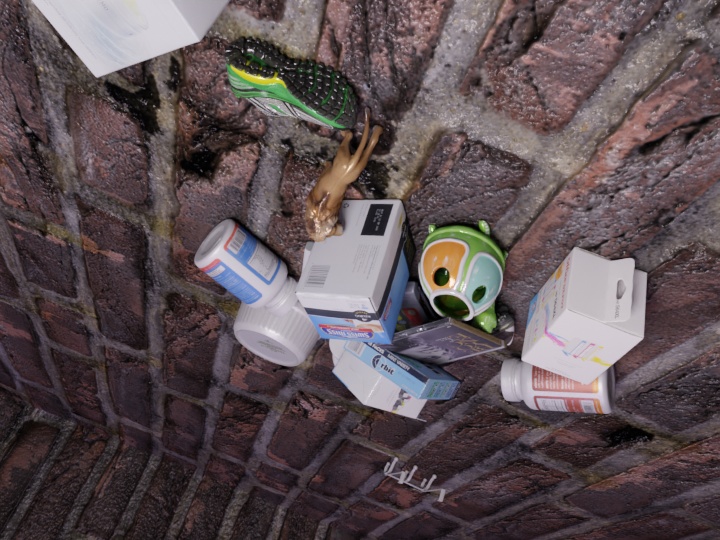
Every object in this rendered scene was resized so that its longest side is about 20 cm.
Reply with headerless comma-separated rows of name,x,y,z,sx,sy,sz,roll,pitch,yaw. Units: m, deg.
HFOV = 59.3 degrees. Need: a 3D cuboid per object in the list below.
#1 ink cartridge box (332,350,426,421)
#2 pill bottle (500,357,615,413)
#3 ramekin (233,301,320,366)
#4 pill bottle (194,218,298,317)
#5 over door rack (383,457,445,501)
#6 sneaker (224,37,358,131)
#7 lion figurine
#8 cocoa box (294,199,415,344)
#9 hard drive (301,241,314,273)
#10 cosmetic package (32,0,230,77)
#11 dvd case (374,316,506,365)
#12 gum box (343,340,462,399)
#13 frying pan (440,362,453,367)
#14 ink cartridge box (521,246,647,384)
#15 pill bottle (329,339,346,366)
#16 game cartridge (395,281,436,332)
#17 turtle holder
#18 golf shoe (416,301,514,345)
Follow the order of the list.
ink cartridge box,0.056,0.221,1.230,0.199,0.068,0.115,27,-173,-43
pill bottle,0.377,0.212,1.212,0.198,0.113,0.113,-3,139,31
ramekin,-0.185,0.130,1.383,0.200,0.095,0.203,19,152,11
pill bottle,-0.213,0.003,1.230,0.112,0.113,0.200,-20,128,43
over door rack,0.164,0.623,1.902,0.146,0.067,0.200,25,166,-7
sneaker,-0.093,-0.247,0.879,0.198,0.079,0.085,28,153,6
lion figurine,-0.032,-0.136,0.941,0.072,0.123,0.201,22,145,-3
cocoa box,0.000,0.000,1.039,0.132,0.202,0.132,3,143,22
hard drive,-0.055,0.028,1.260,0.130,0.026,0.201,19,145,3
cosmetic package,-0.297,-0.370,0.763,0.198,0.124,0.200,-6,138,31
dvd case,0.140,0.125,1.076,0.147,0.016,0.199,-20,153,32
gum box,0.083,0.175,1.166,0.169,0.045,0.200,31,-176,27
frying pan,0.182,0.146,1.264,0.113,0.031,0.191,-7,146,-23
ink cartridge box,0.360,0.069,1.013,0.124,0.130,0.201,19,145,1
pill bottle,0.007,0.190,1.345,0.118,0.121,0.201,4,149,23
game cartridge,0.073,0.084,1.241,0.131,0.041,0.201,0,147,26
turtle holder,0.164,0.019,1.042,0.139,0.133,0.187,10,144,14
golf shoe,0.192,0.130,1.181,0.197,0.078,0.095,-13,128,16
